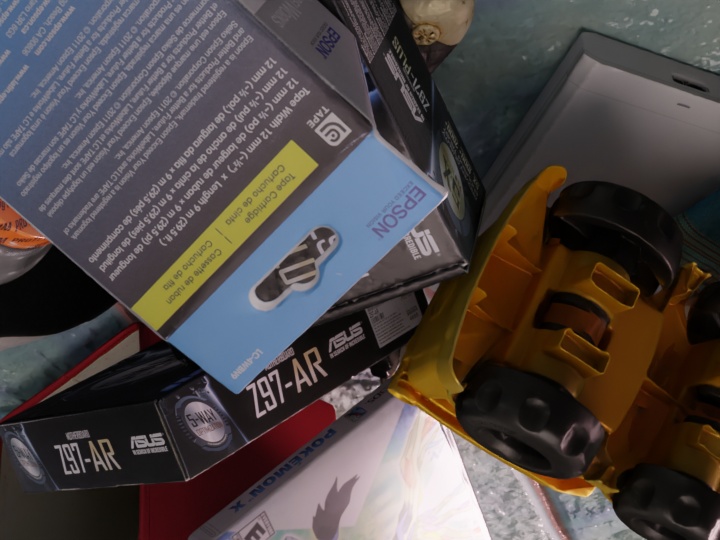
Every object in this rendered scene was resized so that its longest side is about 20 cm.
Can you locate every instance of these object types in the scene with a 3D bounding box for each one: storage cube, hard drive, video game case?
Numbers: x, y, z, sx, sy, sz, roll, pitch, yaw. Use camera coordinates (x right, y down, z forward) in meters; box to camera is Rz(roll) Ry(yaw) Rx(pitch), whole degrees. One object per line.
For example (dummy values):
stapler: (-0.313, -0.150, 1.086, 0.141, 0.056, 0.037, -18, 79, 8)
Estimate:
storage cube: (-0.128, 0.169, 0.918, 0.179, 0.201, 0.171, 27, 133, -37)
hard drive: (0.137, -0.041, 0.795, 0.131, 0.026, 0.200, 15, 137, -16)
video game case: (0.003, 0.188, 0.856, 0.022, 0.182, 0.201, 19, 138, 51)

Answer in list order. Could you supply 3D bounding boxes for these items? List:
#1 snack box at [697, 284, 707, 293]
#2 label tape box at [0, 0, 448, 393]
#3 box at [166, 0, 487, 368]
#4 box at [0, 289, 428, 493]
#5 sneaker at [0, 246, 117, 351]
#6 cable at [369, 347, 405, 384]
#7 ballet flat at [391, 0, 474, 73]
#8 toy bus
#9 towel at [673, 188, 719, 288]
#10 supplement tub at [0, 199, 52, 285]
snack box: (0.202, 0.062, 0.852, 0.199, 0.037, 0.116, 18, 135, -36)
label tape box: (-0.078, -0.065, 0.580, 0.200, 0.066, 0.143, 41, 118, -12)
box: (-0.054, -0.075, 0.657, 0.163, 0.086, 0.201, -19, 113, 21)
box: (-0.078, 0.059, 0.766, 0.160, 0.199, 0.044, -13, 101, 47)
sneaker: (-0.242, 0.021, 0.845, 0.200, 0.108, 0.068, -27, 103, -16)
cable: (0.000, 0.000, 0.848, 0.097, 0.050, 0.201, 11, 133, 31)
ballet flat: (-0.017, -0.088, 0.717, 0.066, 0.057, 0.199, 32, 130, -33)
toy bus: (0.115, 0.063, 0.721, 0.199, 0.136, 0.192, 32, 158, -10)
towel: (0.208, 0.005, 0.825, 0.199, 0.022, 0.146, -33, 140, 28)
supplement tub: (-0.236, -0.040, 0.701, 0.199, 0.123, 0.123, -15, 139, 34)
